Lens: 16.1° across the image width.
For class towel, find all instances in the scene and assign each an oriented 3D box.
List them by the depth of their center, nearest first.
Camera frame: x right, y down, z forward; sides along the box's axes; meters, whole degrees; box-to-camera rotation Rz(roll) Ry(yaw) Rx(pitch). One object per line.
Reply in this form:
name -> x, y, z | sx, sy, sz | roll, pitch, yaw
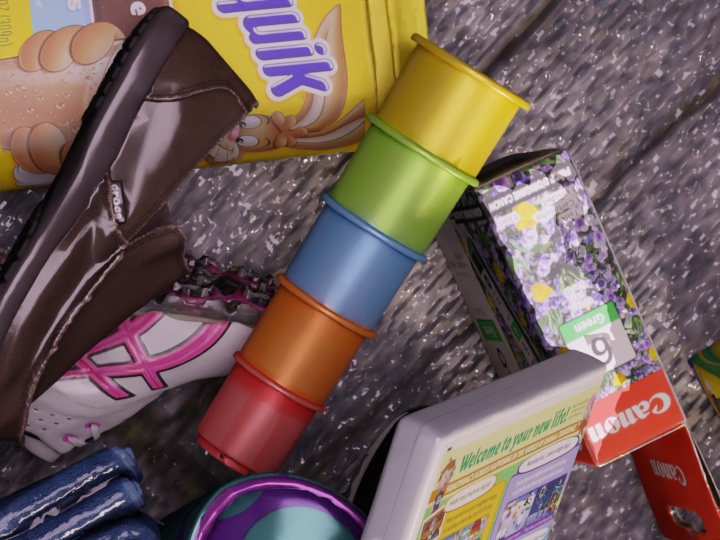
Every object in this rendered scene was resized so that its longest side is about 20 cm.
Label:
towel -> -0.141, 0.117, 1.067 | 0.111, 0.200, 0.049 | -27, 90, -10

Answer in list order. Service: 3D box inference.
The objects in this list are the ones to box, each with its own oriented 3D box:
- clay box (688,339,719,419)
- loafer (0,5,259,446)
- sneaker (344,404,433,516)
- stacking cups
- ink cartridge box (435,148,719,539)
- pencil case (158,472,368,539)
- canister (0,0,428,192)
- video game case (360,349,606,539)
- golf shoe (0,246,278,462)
clay box -> 0.210, 0.088, 1.139 | 0.047, 0.200, 0.115 | -30, 95, 0
loafer -> -0.104, -0.009, 1.063 | 0.071, 0.073, 0.201 | 28, 91, -9
sneaker -> 0.022, 0.162, 1.159 | 0.075, 0.088, 0.201 | 17, 87, -11
stacking cups -> 0.000, 0.000, 1.097 | 0.060, 0.061, 0.201 | 28, 95, -10
ink cartridge box -> 0.098, 0.046, 1.164 | 0.050, 0.109, 0.201 | -25, 95, -11
pencil case -> -0.046, 0.136, 1.089 | 0.085, 0.200, 0.092 | -43, 92, -13
canister -> -0.076, -0.114, 1.141 | 0.199, 0.087, 0.149 | -7, 91, -10
video game case -> 0.033, 0.130, 1.030 | 0.022, 0.200, 0.183 | 23, 104, 20
golf shoe -> -0.121, 0.038, 1.144 | 0.199, 0.073, 0.093 | 1, 106, -6
